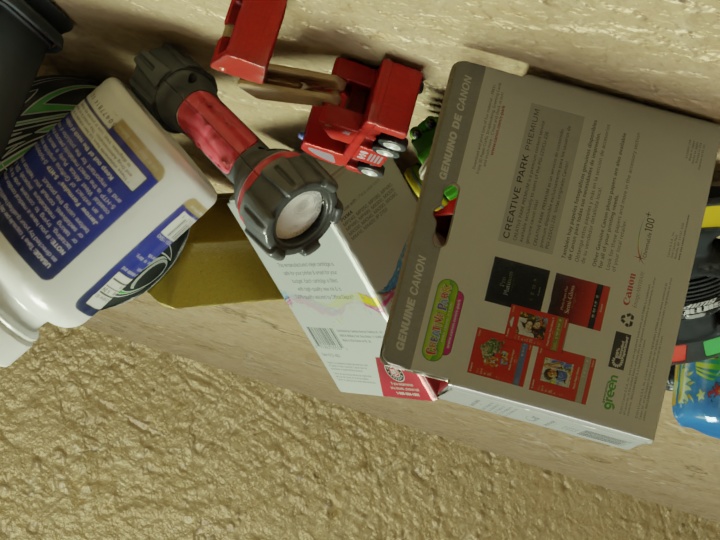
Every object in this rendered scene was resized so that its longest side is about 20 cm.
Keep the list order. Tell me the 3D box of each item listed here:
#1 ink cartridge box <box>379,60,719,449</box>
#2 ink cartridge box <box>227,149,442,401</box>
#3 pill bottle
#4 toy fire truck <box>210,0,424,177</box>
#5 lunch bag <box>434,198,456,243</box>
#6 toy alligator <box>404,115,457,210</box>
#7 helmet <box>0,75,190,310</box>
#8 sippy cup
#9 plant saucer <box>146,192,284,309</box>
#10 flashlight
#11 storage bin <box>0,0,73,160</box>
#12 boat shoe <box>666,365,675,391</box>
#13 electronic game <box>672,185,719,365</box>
[{"bbox_3d":[0.115,-0.010,0.957,0.173,0.203,0.084,15,170,1],"label":"ink cartridge box"},{"bbox_3d":[0.000,0.000,1.248,0.145,0.083,0.201,0,125,57],"label":"ink cartridge box"},{"bbox_3d":[-0.212,-0.031,1.105,0.120,0.200,0.120,48,180,0],"label":"pill bottle"},{"bbox_3d":[-0.032,-0.121,1.026,0.139,0.049,0.200,18,170,-7],"label":"toy fire truck"},{"bbox_3d":[0.137,-0.020,1.221,0.174,0.083,0.200,20,167,0],"label":"lunch bag"},{"bbox_3d":[0.054,-0.083,1.048,0.055,0.059,0.200,57,-172,9],"label":"toy alligator"},{"bbox_3d":[-0.251,-0.064,1.250,0.198,0.203,0.190,9,172,34],"label":"helmet"},{"bbox_3d":[0.320,0.074,1.276,0.176,0.132,0.140,12,168,25],"label":"sippy cup"},{"bbox_3d":[-0.121,-0.028,1.393,0.198,0.049,0.200,-4,-159,-29],"label":"plant saucer"},{"bbox_3d":[-0.092,-0.088,1.043,0.067,0.068,0.200,-14,-135,-36],"label":"flashlight"},{"bbox_3d":[-0.329,-0.150,1.088,0.197,0.136,0.146,12,169,18],"label":"storage bin"},{"bbox_3d":[0.241,0.048,1.360,0.198,0.092,0.071,18,167,-11],"label":"boat shoe"},{"bbox_3d":[0.235,0.008,1.089,0.197,0.042,0.201,-4,144,-3],"label":"electronic game"}]
